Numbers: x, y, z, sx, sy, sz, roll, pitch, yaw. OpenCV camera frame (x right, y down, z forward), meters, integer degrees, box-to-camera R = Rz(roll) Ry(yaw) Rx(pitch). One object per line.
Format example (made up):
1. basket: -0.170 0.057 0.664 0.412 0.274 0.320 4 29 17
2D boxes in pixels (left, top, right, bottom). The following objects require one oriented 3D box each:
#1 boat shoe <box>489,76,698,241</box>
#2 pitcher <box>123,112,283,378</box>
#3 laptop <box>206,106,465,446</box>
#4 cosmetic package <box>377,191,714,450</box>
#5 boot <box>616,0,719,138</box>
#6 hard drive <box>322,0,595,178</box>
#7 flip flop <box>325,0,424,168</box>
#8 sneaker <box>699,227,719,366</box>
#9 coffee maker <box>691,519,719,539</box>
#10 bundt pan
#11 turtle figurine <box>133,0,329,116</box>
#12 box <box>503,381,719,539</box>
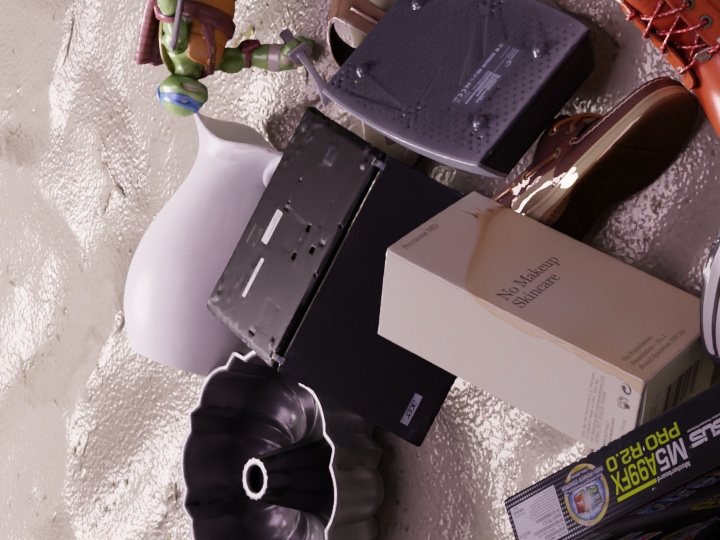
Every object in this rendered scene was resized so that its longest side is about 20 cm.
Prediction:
1. boat shoe: 0.145 -0.075 1.338 0.200 0.072 0.072 -49 55 44
2. pitcher: -0.101 -0.013 1.591 0.171 0.121 0.201 22 95 48
3. laptop: 0.000 0.000 1.477 0.178 0.103 0.200 -62 34 6
4. cosmetic package: 0.121 0.034 1.285 0.200 0.103 0.073 27 131 27
5. boot: 0.208 -0.145 1.237 0.075 0.107 0.201 -42 60 38
6. hard drive: 0.070 -0.137 1.400 0.135 0.042 0.200 -51 38 -7
7. flip flop: 0.005 -0.170 1.511 0.081 0.057 0.201 -18 75 48
8. sneaker: 0.278 -0.011 1.171 0.115 0.075 0.201 41 117 44
9. coffee maker: 0.180 0.270 1.135 0.200 0.134 0.193 -42 67 41
10. bundt pan: -0.054 0.160 1.556 0.201 0.076 0.203 -1 89 50
11. turtle figurine: -0.091 -0.219 1.564 0.200 0.143 0.195 154 126 -70
12. box: 0.208 0.118 1.185 0.200 0.160 0.044 -35 62 42
